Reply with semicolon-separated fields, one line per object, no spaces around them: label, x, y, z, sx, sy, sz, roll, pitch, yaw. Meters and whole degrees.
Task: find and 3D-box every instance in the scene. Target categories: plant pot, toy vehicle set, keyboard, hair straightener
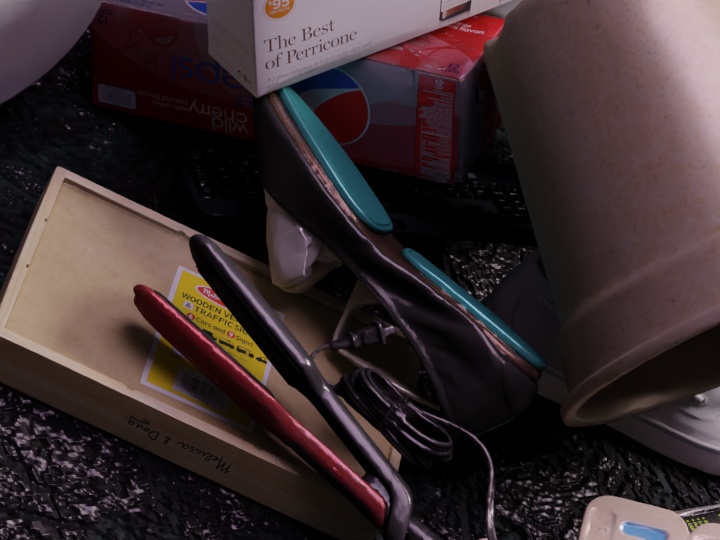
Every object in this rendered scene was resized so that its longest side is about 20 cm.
plant pot;0.152;-0.050;1.256;0.200;0.200;0.184;-11;73;-41
toy vehicle set;-0.071;0.039;1.246;0.200;0.027;0.124;26;39;-9
keyboard;0.006;-0.051;1.349;0.200;0.040;0.104;5;21;-19
hair straightener;-0.006;0.053;1.198;0.200;0.041;0.077;42;73;10

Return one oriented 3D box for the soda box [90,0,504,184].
soda box;-0.032;-0.103;1.334;0.200;0.063;0.070;14;35;17

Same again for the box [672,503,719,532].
box;0.220;0.194;1.246;0.193;0.048;0.200;-6;52;-30

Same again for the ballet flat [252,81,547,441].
ballet flat;0.000;0.000;1.254;0.200;0.068;0.068;48;7;14

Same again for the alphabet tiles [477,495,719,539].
alphabet tiles;0.127;0.192;1.176;0.196;0.015;0.200;14;52;5

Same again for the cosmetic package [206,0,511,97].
cosmetic package;0.023;-0.157;1.278;0.200;0.083;0.051;-23;43;-23

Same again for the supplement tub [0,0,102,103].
supplement tub;-0.227;-0.183;1.279;0.145;0.145;0.200;-18;61;-44

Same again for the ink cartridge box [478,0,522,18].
ink cartridge box;0.101;-0.159;1.402;0.200;0.083;0.147;25;62;-4

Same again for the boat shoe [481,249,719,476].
boat shoe;0.159;0.043;1.363;0.200;0.069;0.072;26;39;-8
